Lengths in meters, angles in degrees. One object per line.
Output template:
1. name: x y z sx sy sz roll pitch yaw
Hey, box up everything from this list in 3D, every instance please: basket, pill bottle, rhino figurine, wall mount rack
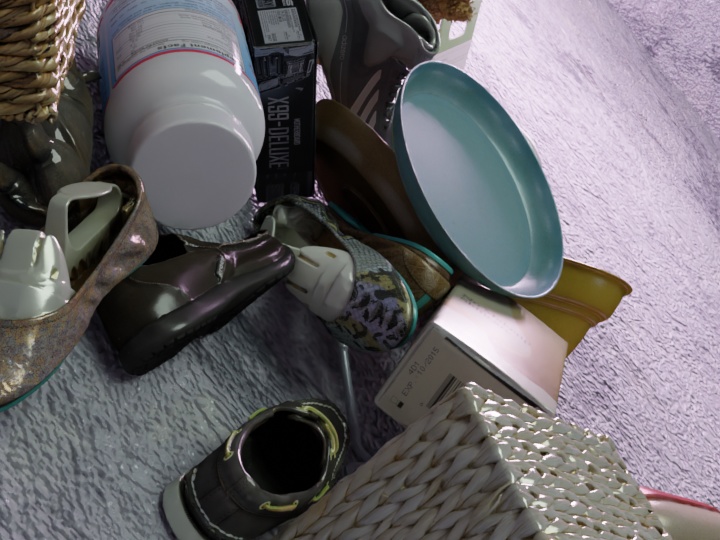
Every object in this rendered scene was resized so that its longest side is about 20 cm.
1. basket: 0.073 0.198 0.824 0.198 0.200 0.161 24 30 -48
2. pill bottle: -0.124 -0.118 0.976 0.109 0.109 0.200 37 22 -33
3. rhino figurine: -0.200 -0.102 0.895 0.201 0.060 0.088 -97 162 -50
4. pill bottle: 0.104 -0.065 1.271 0.110 0.109 0.200 57 -2 10
5. wall mount rack: 0.051 0.122 1.039 0.174 0.075 0.200 42 14 31
6. basket: -0.230 -0.198 0.808 0.142 0.150 0.201 4 38 -5

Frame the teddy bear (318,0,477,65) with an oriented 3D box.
1. teddy bear: 0.003 -0.217 1.171 0.145 0.199 0.067 49 51 -47

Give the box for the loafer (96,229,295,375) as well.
1. loafer: -0.105 0.001 0.913 0.071 0.073 0.200 53 22 1

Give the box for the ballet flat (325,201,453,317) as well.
1. ballet flat: 0.000 0.000 1.087 0.068 0.072 0.200 40 -4 -31

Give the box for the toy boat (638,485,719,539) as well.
1. toy boat: 0.210 0.228 1.161 0.130 0.131 0.200 32 6 39

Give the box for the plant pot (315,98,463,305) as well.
1. plant pot: 0.014 -0.048 1.150 0.200 0.027 0.200 50 -12 15

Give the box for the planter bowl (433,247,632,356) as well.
1. planter bowl: 0.130 0.036 1.235 0.200 0.200 0.084 23 77 -49

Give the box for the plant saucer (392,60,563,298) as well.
1. plant saucer: 0.087 -0.066 1.091 0.200 0.027 0.201 33 42 -36

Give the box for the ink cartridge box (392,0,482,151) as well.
1. ink cartridge box: 0.055 -0.159 1.297 0.048 0.201 0.145 16 19 14

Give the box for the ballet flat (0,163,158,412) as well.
1. ballet flat: -0.170 -0.002 0.772 0.068 0.068 0.200 10 31 11

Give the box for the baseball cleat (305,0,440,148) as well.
1. baseball cleat: 0.019 -0.153 1.151 0.200 0.106 0.070 65 28 -52

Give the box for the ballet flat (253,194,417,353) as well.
1. ballet flat: -0.030 0.000 1.018 0.072 0.072 0.200 36 5 -34

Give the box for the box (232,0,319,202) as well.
1. box: -0.076 -0.179 1.136 0.158 0.049 0.201 93 -14 -47

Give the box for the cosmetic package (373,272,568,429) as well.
1. cosmetic package: 0.084 0.071 1.002 0.105 0.071 0.200 37 15 1

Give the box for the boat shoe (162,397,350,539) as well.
1. boat shoe: -0.046 0.118 0.876 0.072 0.060 0.201 54 23 3
